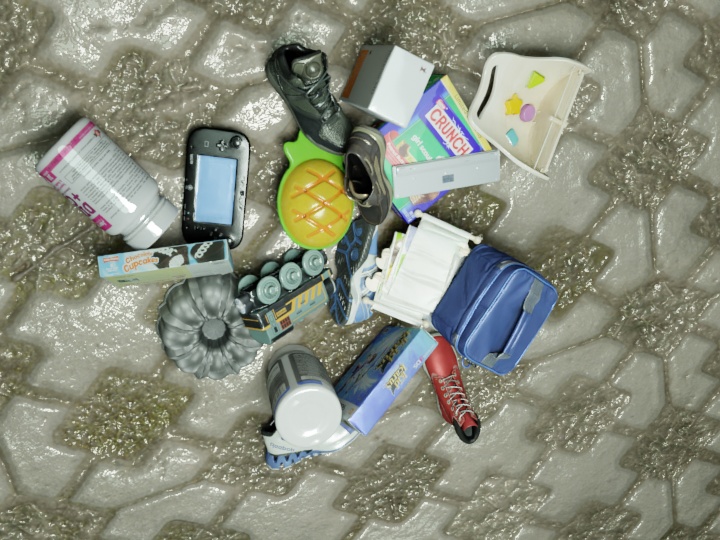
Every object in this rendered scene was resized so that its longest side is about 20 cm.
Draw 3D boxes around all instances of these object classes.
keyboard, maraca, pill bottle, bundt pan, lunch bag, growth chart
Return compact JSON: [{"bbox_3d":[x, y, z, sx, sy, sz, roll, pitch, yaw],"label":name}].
[{"bbox_3d":[0.150,-0.166,1.189,0.198,0.011,0.057,-11,118,-13],"label":"keyboard"},{"bbox_3d":[-0.074,-0.136,1.167,0.136,0.107,0.203,-2,97,-23],"label":"maraca"},{"bbox_3d":[-0.390,-0.129,1.079,0.113,0.113,0.200,-44,112,2],"label":"pill bottle"},{"bbox_3d":[-0.106,0.212,1.216,0.112,0.200,0.115,-4,108,-12],"label":"pill bottle"},{"bbox_3d":[-0.256,0.105,1.210,0.199,0.076,0.204,-5,109,-13],"label":"bundt pan"},{"bbox_3d":[0.224,0.075,1.165,0.135,0.132,0.201,27,97,-32],"label":"lunch bag"},{"bbox_3d":[0.099,-0.003,1.200,0.144,0.018,0.201,29,96,4],"label":"growth chart"}]

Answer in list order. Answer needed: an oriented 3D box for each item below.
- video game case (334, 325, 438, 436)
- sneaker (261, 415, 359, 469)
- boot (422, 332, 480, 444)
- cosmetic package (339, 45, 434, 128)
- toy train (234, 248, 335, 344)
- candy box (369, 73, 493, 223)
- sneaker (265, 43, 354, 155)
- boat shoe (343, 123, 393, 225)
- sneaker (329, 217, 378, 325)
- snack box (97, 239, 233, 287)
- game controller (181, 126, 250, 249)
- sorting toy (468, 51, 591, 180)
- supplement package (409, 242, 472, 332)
[{"bbox_3d":[0.028,0.186,1.226,0.045,0.181,0.200,44,75,-12],"label":"video game case"},{"bbox_3d":[-0.101,0.288,1.305,0.198,0.081,0.116,-21,113,-6],"label":"sneaker"},{"bbox_3d":[0.179,0.226,1.326,0.072,0.144,0.202,-20,110,-6],"label":"boot"},{"bbox_3d":[0.036,-0.294,1.094,0.071,0.200,0.102,21,100,-20],"label":"cosmetic package"},{"bbox_3d":[-0.125,0.040,1.191,0.199,0.085,0.115,-33,114,-38],"label":"toy train"},{"bbox_3d":[0.106,-0.212,1.205,0.200,0.077,0.169,-40,113,-1],"label":"candy box"},{"bbox_3d":[-0.069,-0.272,1.095,0.076,0.114,0.200,-38,98,-16],"label":"sneaker"},{"bbox_3d":[0.003,-0.143,1.132,0.074,0.074,0.201,-53,149,-31],"label":"boat shoe"},{"bbox_3d":[0.000,0.000,1.256,0.076,0.075,0.202,3,107,-39],"label":"sneaker"},{"bbox_3d":[-0.311,-0.010,1.129,0.198,0.116,0.038,-8,81,-8],"label":"snack box"},{"bbox_3d":[-0.241,-0.135,1.156,0.103,0.042,0.202,3,106,-16],"label":"game controller"},{"bbox_3d":[0.270,-0.284,1.190,0.179,0.107,0.202,15,100,-31],"label":"sorting toy"},{"bbox_3d":[0.193,0.047,1.292,0.199,0.111,0.156,32,97,-22],"label":"supplement package"}]
